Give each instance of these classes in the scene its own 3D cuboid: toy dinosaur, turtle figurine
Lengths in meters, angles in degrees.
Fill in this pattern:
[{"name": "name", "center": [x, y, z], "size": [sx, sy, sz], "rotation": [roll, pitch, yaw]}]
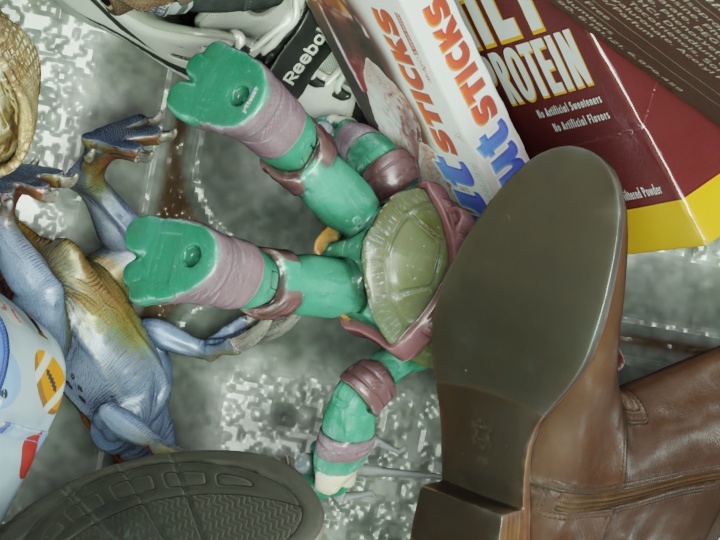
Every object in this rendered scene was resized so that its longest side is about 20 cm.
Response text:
[{"name": "toy dinosaur", "center": [-0.093, 0.031, 1.177], "size": [0.105, 0.200, 0.182], "rotation": [-34, 129, -41]}, {"name": "turtle figurine", "center": [0.000, 0.000, 1.112], "size": [0.200, 0.100, 0.150], "rotation": [33, 51, -47]}]

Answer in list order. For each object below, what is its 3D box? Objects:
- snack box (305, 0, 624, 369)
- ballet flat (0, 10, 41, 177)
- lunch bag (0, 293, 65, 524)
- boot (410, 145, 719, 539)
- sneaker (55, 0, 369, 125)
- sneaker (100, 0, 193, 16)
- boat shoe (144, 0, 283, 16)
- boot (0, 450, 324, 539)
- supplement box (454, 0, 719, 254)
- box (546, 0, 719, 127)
[{"name": "snack box", "center": [0.039, -0.040, 1.142], "size": [0.024, 0.072, 0.200], "rotation": [-41, 125, -20]}, {"name": "ballet flat", "center": [-0.175, -0.095, 1.058], "size": [0.070, 0.065, 0.200], "rotation": [-30, 141, 18]}, {"name": "lunch bag", "center": [-0.216, 0.073, 1.113], "size": [0.160, 0.076, 0.200], "rotation": [32, 92, 21]}, {"name": "boot", "center": [0.104, 0.038, 1.101], "size": [0.200, 0.064, 0.187], "rotation": [-6, 119, -52]}, {"name": "sneaker", "center": [-0.038, -0.096, 1.154], "size": [0.199, 0.088, 0.074], "rotation": [20, 89, -13]}, {"name": "sneaker", "center": [-0.063, -0.125, 1.027], "size": [0.199, 0.070, 0.076], "rotation": [7, 108, -21]}, {"name": "boat shoe", "center": [-0.055, -0.188, 1.102], "size": [0.056, 0.069, 0.201], "rotation": [5, 74, -13]}, {"name": "boot", "center": [-0.101, 0.157, 1.090], "size": [0.200, 0.073, 0.151], "rotation": [-26, 140, -15]}, {"name": "supplement box", "center": [0.125, -0.140, 1.136], "size": [0.197, 0.133, 0.200], "rotation": [-34, 99, -19]}, {"name": "box", "center": [0.175, -0.140, 0.977], "size": [0.164, 0.200, 0.166], "rotation": [35, 76, -17]}]
